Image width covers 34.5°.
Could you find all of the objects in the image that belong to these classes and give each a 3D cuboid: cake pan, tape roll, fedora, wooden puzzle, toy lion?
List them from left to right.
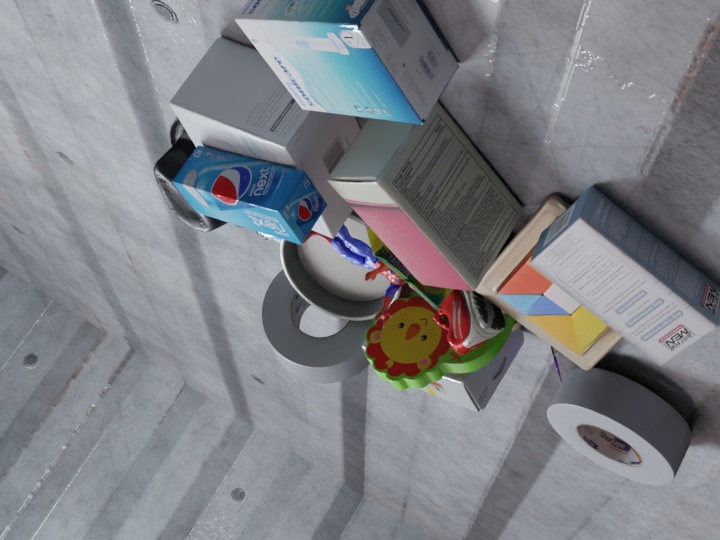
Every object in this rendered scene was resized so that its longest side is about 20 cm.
[{"bbox_3d":[-0.252,-0.133,1.800,0.199,0.091,0.202,35,148,25],"label":"fedora"},{"bbox_3d":[-0.055,0.074,1.847,0.198,0.202,0.066,26,160,20],"label":"tape roll"},{"bbox_3d":[-0.025,-0.015,1.742,0.197,0.037,0.203,13,130,16],"label":"cake pan"},{"bbox_3d":[0.109,0.089,1.651,0.198,0.193,0.069,19,157,35],"label":"toy lion"},{"bbox_3d":[0.253,0.024,1.401,0.184,0.037,0.201,35,135,-3],"label":"wooden puzzle"},{"bbox_3d":[0.366,0.221,1.645,0.198,0.067,0.201,30,161,11],"label":"tape roll"}]

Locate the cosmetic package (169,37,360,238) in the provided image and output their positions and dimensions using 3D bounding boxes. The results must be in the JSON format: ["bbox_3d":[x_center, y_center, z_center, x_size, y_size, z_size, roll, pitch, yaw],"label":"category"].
[{"bbox_3d":[-0.110,-0.171,1.506,0.198,0.124,0.200,24,158,30],"label":"cosmetic package"}]

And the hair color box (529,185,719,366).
[{"bbox_3d":[0.300,0.008,1.304,0.199,0.061,0.099,37,137,-7],"label":"hair color box"}]

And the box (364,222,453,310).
[{"bbox_3d":[0.062,-0.026,1.534,0.117,0.048,0.201,40,-166,-19],"label":"box"}]

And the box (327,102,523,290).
[{"bbox_3d":[0.079,-0.089,1.379,0.200,0.129,0.108,46,158,-29],"label":"box"}]

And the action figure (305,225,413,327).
[{"bbox_3d":[0.000,0.000,1.650,0.197,0.100,0.066,24,145,5],"label":"action figure"}]

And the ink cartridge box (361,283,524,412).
[{"bbox_3d":[0.124,0.104,1.737,0.198,0.146,0.084,17,154,38],"label":"ink cartridge box"}]

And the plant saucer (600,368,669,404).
[{"bbox_3d":[0.392,0.204,1.707,0.198,0.033,0.201,30,160,11],"label":"plant saucer"}]

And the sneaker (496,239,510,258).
[{"bbox_3d":[0.188,0.004,1.512,0.199,0.068,0.108,27,156,13],"label":"sneaker"}]

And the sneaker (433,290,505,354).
[{"bbox_3d":[0.130,0.036,1.540,0.077,0.085,0.201,40,-159,-22],"label":"sneaker"}]

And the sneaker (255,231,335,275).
[{"bbox_3d":[-0.101,-0.067,1.836,0.198,0.072,0.073,33,131,20],"label":"sneaker"}]

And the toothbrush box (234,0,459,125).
[{"bbox_3d":[-0.016,-0.243,1.237,0.198,0.086,0.147,13,152,45],"label":"toothbrush box"}]

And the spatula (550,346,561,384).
[{"bbox_3d":[0.286,0.097,1.627,0.020,0.057,0.201,-7,151,-6],"label":"spatula"}]

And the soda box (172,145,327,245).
[{"bbox_3d":[-0.140,-0.096,1.447,0.198,0.065,0.068,16,154,39],"label":"soda box"}]
